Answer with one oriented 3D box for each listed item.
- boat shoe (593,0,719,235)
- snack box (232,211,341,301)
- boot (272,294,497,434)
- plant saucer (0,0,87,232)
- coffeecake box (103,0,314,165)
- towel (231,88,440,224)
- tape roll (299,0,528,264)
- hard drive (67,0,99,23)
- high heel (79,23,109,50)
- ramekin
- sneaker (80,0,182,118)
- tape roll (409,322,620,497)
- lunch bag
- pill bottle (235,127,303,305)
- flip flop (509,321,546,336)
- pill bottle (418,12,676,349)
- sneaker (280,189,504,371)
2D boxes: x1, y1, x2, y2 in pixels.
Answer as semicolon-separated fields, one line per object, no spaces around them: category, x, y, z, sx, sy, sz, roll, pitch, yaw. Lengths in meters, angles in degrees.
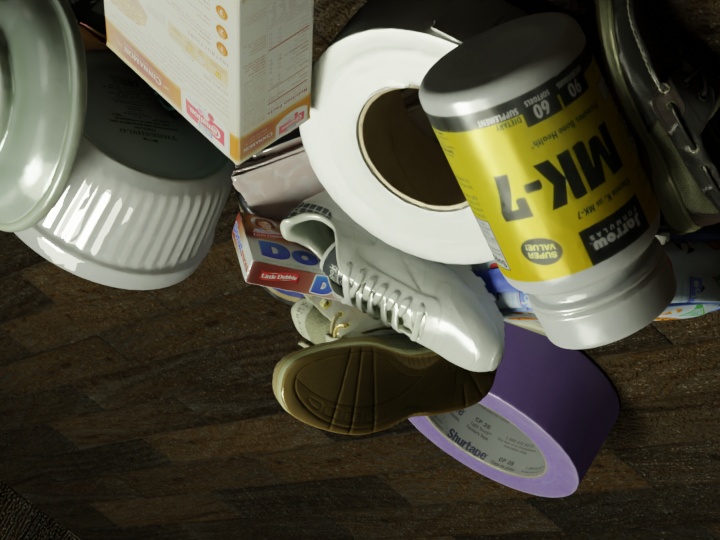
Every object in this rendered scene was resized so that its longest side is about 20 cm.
boat shoe;0.208;-0.112;1.376;0.066;0.072;0.201;-12;124;21
snack box;0.000;0.000;1.635;0.200;0.072;0.024;11;120;-20
boot;-0.014;0.062;1.617;0.200;0.072;0.155;-4;-157;-37
plant saucer;-0.282;-0.131;1.621;0.050;0.201;0.200;2;180;-38
coffeecake box;-0.106;-0.196;1.426;0.153;0.073;0.200;42;151;25
towel;0.020;-0.054;1.657;0.191;0.032;0.200;-19;138;13
tape roll;0.059;-0.105;1.490;0.202;0.071;0.203;17;133;19
hard drive;-0.276;-0.252;1.693;0.140;0.038;0.200;64;156;-1
high heel;-0.231;-0.188;1.801;0.200;0.067;0.096;36;157;-7
ramekin;-0.196;-0.090;1.708;0.200;0.200;0.105;33;125;0
sneaker;-0.153;-0.169;1.679;0.200;0.078;0.091;23;113;27
tape roll;0.132;0.118;1.923;0.200;0.085;0.200;28;157;13
lunch bag;0.166;0.001;1.555;0.160;0.076;0.200;0;176;-35
pill bottle;-0.047;-0.059;1.762;0.112;0.112;0.200;26;157;16
flip flop;0.104;0.026;1.769;0.200;0.081;0.058;24;119;10
pill bottle;0.127;-0.056;1.364;0.114;0.114;0.200;3;126;51
sneaker;0.026;0.013;1.558;0.200;0.080;0.076;43;136;28
